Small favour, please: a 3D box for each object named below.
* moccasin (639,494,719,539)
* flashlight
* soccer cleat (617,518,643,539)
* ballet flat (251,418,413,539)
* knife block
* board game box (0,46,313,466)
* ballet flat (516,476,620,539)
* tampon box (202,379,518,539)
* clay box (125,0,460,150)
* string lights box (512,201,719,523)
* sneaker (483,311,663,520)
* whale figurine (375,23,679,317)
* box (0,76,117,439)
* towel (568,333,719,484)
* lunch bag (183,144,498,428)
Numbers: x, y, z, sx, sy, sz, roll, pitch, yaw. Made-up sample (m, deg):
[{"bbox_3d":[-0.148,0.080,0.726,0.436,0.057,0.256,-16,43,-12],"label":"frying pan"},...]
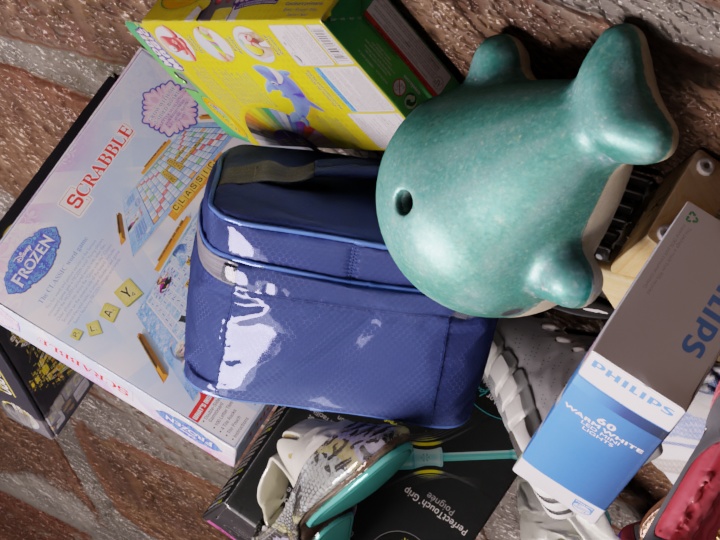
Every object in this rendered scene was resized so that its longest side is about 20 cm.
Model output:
[{"bbox_3d":[0.257,0.162,1.676,0.201,0.078,0.074,-2,115,36],"label":"moccasin"},{"bbox_3d":[0.205,0.123,1.568,0.068,0.200,0.068,17,152,34],"label":"flashlight"},{"bbox_3d":[0.249,0.224,1.891,0.200,0.076,0.067,15,152,38],"label":"soccer cleat"},{"bbox_3d":[-0.027,0.128,1.641,0.072,0.072,0.200,33,147,3],"label":"ballet flat"},{"bbox_3d":[0.185,0.008,1.541,0.200,0.064,0.176,34,159,-2],"label":"knife block"},{"bbox_3d":[-0.110,-0.011,1.734,0.199,0.200,0.041,32,159,7],"label":"board game box"},{"bbox_3d":[0.153,0.196,1.899,0.200,0.069,0.069,55,159,4],"label":"ballet flat"},{"bbox_3d":[0.017,0.120,1.809,0.150,0.200,0.126,35,167,-2],"label":"tampon box"},{"bbox_3d":[-0.041,-0.123,1.602,0.200,0.048,0.115,8,147,51],"label":"clay box"},{"bbox_3d":[0.149,0.053,1.457,0.059,0.103,0.200,33,157,5],"label":"string lights box"},{"bbox_3d":[0.135,0.056,1.692,0.075,0.115,0.200,58,-173,-49],"label":"sneaker"},{"bbox_3d":[0.082,-0.054,1.450,0.104,0.159,0.200,-4,160,-35],"label":"whale figurine"},{"bbox_3d":[-0.190,-0.007,1.851,0.049,0.200,0.161,25,157,22],"label":"box"},{"bbox_3d":[0.222,0.112,1.766,0.147,0.024,0.200,9,148,48],"label":"towel"},{"bbox_3d":[0.000,0.000,1.612,0.200,0.136,0.132,7,115,-2],"label":"lunch bag"}]
